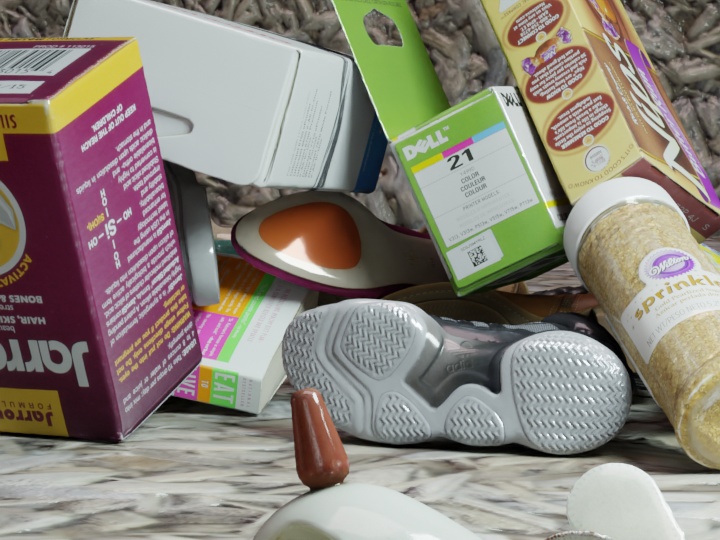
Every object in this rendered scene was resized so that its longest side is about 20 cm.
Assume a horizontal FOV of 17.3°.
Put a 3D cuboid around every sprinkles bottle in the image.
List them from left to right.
[{"bbox_3d":[0.166,0.024,1.246,0.068,0.069,0.200,-1,29,-14],"label":"sprinkles bottle"}]

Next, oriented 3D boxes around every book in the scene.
[{"bbox_3d":[-0.138,0.026,1.454,0.199,0.048,0.134,12,26,10],"label":"book"}]

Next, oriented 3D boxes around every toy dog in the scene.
[{"bbox_3d":[0.045,0.084,0.689,0.199,0.097,0.132,0,4,-4],"label":"toy dog"}]

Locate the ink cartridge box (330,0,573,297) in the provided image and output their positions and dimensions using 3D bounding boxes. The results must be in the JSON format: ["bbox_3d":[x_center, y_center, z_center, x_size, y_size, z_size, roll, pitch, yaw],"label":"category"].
[{"bbox_3d":[0.070,-0.094,1.414,0.076,0.201,0.148,-25,-5,20],"label":"ink cartridge box"}]

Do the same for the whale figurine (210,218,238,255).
[{"bbox_3d":[-0.133,0.022,1.742,0.159,0.104,0.200,-24,-35,36],"label":"whale figurine"}]

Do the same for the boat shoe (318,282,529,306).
[{"bbox_3d":[0.021,0.020,1.661,0.200,0.073,0.063,-3,-39,-2],"label":"boat shoe"}]

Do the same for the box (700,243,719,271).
[{"bbox_3d":[0.220,0.007,1.573,0.199,0.049,0.117,26,11,-19],"label":"box"}]

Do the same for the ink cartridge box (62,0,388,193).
[{"bbox_3d":[-0.076,-0.104,1.400,0.145,0.084,0.200,18,6,17],"label":"ink cartridge box"}]

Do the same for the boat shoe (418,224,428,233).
[{"bbox_3d":[0.034,0.001,1.599,0.200,0.067,0.074,-37,13,-29],"label":"boat shoe"}]

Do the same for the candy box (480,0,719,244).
[{"bbox_3d":[0.137,-0.110,1.410,0.056,0.201,0.117,-35,-35,19],"label":"candy box"}]

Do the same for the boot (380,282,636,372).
[{"bbox_3d":[0.099,0.047,1.505,0.199,0.074,0.155,4,0,1],"label":"boot"}]

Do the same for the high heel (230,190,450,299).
[{"bbox_3d":[0.000,0.000,1.489,0.199,0.068,0.096,8,-23,-24],"label":"high heel"}]

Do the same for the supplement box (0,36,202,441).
[{"bbox_3d":[-0.180,-0.019,1.300,0.130,0.201,0.103,1,26,25],"label":"supplement box"}]

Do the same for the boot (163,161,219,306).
[{"bbox_3d":[-0.142,-0.025,1.452,0.095,0.074,0.200,-9,20,-9],"label":"boot"}]

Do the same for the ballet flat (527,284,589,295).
[{"bbox_3d":[0.140,0.032,1.630,0.199,0.067,0.057,-4,27,-25],"label":"ballet flat"}]

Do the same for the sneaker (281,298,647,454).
[{"bbox_3d":[0.063,0.057,1.299,0.199,0.076,0.114,8,6,22],"label":"sneaker"}]
